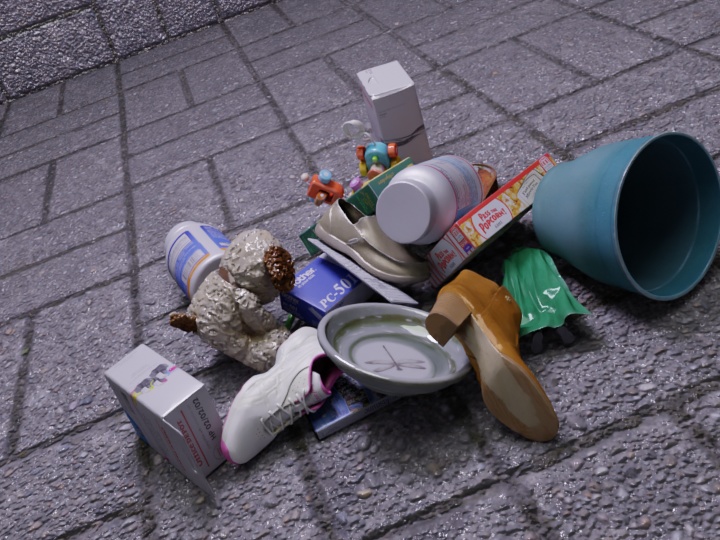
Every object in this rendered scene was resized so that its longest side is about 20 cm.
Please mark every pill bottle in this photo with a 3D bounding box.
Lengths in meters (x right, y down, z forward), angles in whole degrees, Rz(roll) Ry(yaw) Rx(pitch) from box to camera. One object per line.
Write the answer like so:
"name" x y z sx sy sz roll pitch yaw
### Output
"pill bottle" -0.254 -0.009 1.315 0.111 0.114 0.200 -28 33 -17
"pill bottle" 0.099 -0.099 1.148 0.107 0.111 0.199 1 14 27

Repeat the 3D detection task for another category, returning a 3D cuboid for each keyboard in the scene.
"keyboard" 0.000 0.000 1.139 0.199 0.056 0.011 36 104 41

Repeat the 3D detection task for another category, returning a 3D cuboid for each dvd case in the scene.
"dvd case" 0.009 0.131 1.055 0.197 0.018 0.143 -25 32 -9

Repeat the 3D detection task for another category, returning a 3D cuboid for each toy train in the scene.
"toy train" -0.016 -0.154 1.362 0.148 0.201 0.056 24 51 -12

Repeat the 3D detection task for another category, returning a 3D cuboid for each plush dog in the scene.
"plush dog" -0.168 0.023 1.126 0.199 0.159 0.174 29 91 51

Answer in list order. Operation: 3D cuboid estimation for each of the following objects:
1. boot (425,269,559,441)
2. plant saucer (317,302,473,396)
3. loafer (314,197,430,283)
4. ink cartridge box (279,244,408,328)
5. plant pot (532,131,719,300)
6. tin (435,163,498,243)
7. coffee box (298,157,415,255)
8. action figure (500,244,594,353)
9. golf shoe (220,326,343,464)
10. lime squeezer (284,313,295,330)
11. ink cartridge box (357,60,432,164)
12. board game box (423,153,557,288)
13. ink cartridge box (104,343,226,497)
"boot" 0.170 0.088 0.935 0.071 0.201 0.144 -49 -8 35
"plant saucer" 0.041 0.104 0.977 0.195 0.051 0.201 9 22 -3
"loafer" 0.018 -0.044 1.157 0.198 0.070 0.075 28 22 25
"ink cartridge box" -0.022 0.007 1.203 0.093 0.045 0.199 24 45 30
"plant pot" 0.332 -0.073 1.052 0.198 0.203 0.187 -33 20 -23
"tin" 0.160 -0.111 1.329 0.110 0.043 0.201 5 40 27
"coffee box" -0.001 -0.101 1.283 0.122 0.044 0.199 -36 2 -42
"action figure" 0.230 0.025 1.069 0.116 0.055 0.202 -15 34 9
"golf shoe" -0.092 0.157 0.993 0.090 0.076 0.201 13 57 44
"lime squeezer" -0.112 0.044 1.246 0.071 0.037 0.201 -48 32 11
"ink cartridge box" 0.067 -0.249 1.429 0.081 0.203 0.147 -18 31 -1
"board game box" 0.188 -0.070 1.159 0.199 0.047 0.152 -37 -8 -28
"ink cartridge box" -0.229 0.184 1.003 0.068 0.117 0.198 -37 37 -28
